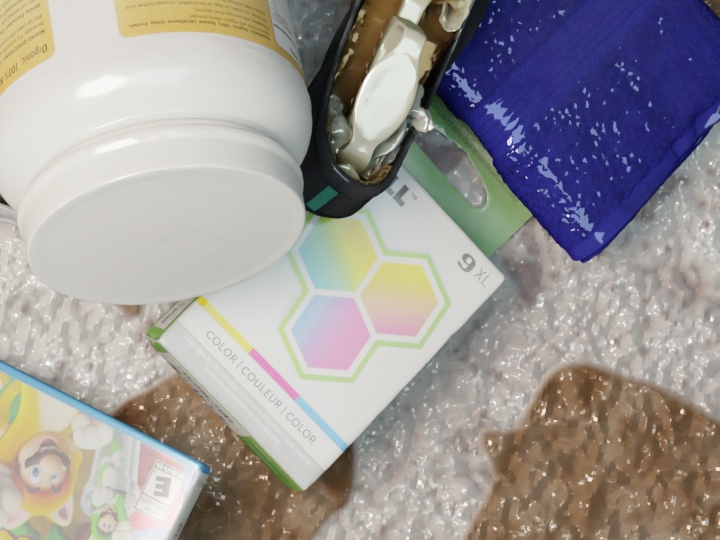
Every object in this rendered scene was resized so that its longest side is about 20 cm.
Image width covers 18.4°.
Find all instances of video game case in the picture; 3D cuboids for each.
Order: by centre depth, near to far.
[{"bbox_3d":[-0.176,0.153,1.046,0.142,0.018,0.201,24,85,16],"label":"video game case"}]

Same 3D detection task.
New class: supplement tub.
[{"bbox_3d":[-0.100,-0.101,0.984,0.143,0.145,0.201,-5,64,-14],"label":"supplement tub"}]

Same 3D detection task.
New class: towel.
[{"bbox_3d":[0.095,-0.123,1.130,0.148,0.050,0.200,-44,100,-16],"label":"towel"}]

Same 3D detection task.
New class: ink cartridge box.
[{"bbox_3d":[0.000,0.000,1.099,0.200,0.059,0.104,-45,99,-9],"label":"ink cartridge box"}]

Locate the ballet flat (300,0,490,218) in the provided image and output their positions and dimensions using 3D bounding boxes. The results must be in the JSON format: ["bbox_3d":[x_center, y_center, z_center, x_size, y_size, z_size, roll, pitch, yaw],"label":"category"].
[{"bbox_3d":[0.024,-0.117,1.044,0.073,0.073,0.201,28,79,-13],"label":"ballet flat"}]

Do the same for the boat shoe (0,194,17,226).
[{"bbox_3d":[-0.149,-0.053,1.058,0.201,0.065,0.075,24,86,-14],"label":"boat shoe"}]
